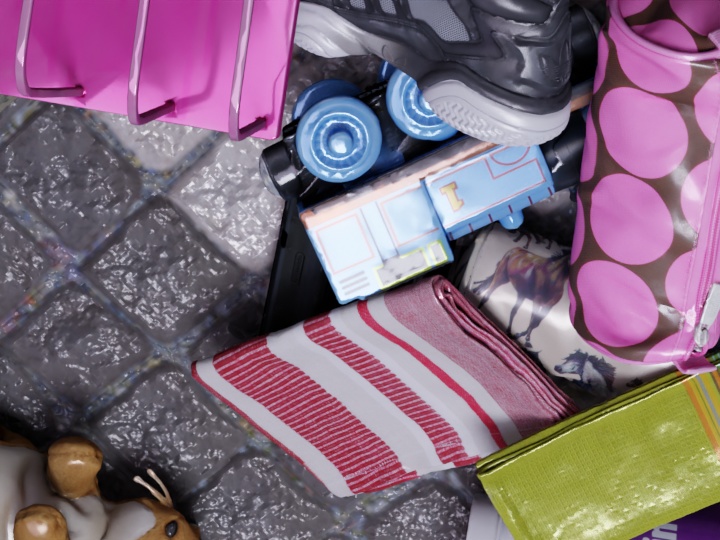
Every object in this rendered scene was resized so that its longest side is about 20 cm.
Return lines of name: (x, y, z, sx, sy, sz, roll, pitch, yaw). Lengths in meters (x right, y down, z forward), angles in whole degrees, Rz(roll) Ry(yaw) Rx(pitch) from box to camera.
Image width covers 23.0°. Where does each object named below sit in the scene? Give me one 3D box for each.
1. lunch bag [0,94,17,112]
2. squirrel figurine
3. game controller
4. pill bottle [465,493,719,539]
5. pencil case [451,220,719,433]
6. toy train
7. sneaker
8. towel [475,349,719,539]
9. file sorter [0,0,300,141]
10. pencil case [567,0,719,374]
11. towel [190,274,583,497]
lunch bag: (-0.254, -0.160, 0.957, 0.200, 0.139, 0.168, -37, 88, 24)
squirrel figurine: (-0.198, 0.185, 1.150, 0.185, 0.142, 0.201, 16, 135, -10)
game controller: (0.000, 0.000, 1.052, 0.103, 0.042, 0.201, 7, 121, -10)
pill bottle: (0.161, 0.190, 1.075, 0.198, 0.113, 0.113, 8, 120, 6)
pencil case: (0.145, 0.040, 1.017, 0.198, 0.078, 0.090, 21, 145, -1)
toy train: (0.047, -0.067, 0.952, 0.199, 0.087, 0.115, -24, 106, 2)
sneaker: (0.028, -0.151, 0.854, 0.199, 0.075, 0.115, 32, 126, 23)
towel: (0.169, 0.103, 0.983, 0.199, 0.018, 0.086, -25, 109, 14)
file sorter: (-0.131, -0.141, 0.801, 0.198, 0.125, 0.140, 10, 99, 3)
pencil case: (0.159, -0.049, 0.898, 0.090, 0.094, 0.201, -11, 124, -15)
towel: (0.012, 0.074, 1.030, 0.199, 0.023, 0.144, -20, 129, 39)
